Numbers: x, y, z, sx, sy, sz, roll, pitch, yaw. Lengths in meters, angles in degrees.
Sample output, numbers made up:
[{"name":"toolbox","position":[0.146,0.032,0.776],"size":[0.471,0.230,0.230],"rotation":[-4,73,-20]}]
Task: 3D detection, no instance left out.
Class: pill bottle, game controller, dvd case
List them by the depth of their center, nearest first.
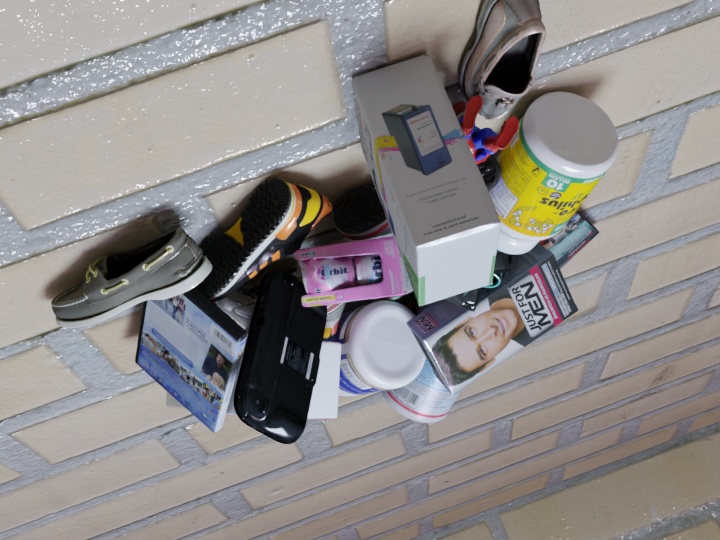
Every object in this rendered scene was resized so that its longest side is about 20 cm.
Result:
[{"name":"game controller","position":[-0.090,0.099,1.290],"size":[0.042,0.201,0.104],"rotation":[-13,141,34]},{"name":"pill bottle","position":[0.209,-0.105,1.291],"size":[0.112,0.113,0.200],"rotation":[-10,153,-24]},{"name":"dvd case","position":[-0.204,0.092,1.304],"size":[0.018,0.142,0.200],"rotation":[-39,160,-38]},{"name":"pill bottle","position":[-0.007,0.111,1.503],"size":[0.115,0.116,0.200],"rotation":[-6,173,-31]},{"name":"pill bottle","position":[0.112,0.104,1.523],"size":[0.108,0.109,0.201],"rotation":[1,127,-40]},{"name":"dvd case","position":[0.250,-0.029,1.533],"size":[0.146,0.022,0.200],"rotation":[-45,154,12]}]

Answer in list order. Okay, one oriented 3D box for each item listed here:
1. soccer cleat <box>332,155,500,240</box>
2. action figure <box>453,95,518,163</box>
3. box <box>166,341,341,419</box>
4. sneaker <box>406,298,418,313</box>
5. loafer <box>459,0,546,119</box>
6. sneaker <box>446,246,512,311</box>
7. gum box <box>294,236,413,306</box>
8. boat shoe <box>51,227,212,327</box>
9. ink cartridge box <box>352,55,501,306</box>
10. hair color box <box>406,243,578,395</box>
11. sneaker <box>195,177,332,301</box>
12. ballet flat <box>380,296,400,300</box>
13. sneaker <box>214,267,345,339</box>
[{"name":"soccer cleat","position":[0.065,-0.087,1.280],"size":[0.199,0.069,0.073],"rotation":[-21,168,2]},{"name":"action figure","position":[0.119,-0.144,1.151],"size":[0.065,0.052,0.200],"rotation":[24,177,-4]},{"name":"box","position":[-0.138,0.133,1.410],"size":[0.199,0.098,0.124],"rotation":[-1,175,44]},{"name":"sneaker","position":[0.075,0.089,1.629],"size":[0.199,0.071,0.093],"rotation":[-29,149,9]},{"name":"loafer","position":[0.143,-0.202,1.097],"size":[0.072,0.063,0.200],"rotation":[-17,155,-9]},{"name":"sneaker","position":[0.157,-0.020,1.390],"size":[0.200,0.079,0.076],"rotation":[-43,166,-35]},{"name":"gum box","position":[0.000,0.000,1.276],"size":[0.113,0.067,0.200],"rotation":[-8,180,8]},{"name":"boat shoe","position":[-0.258,0.007,1.203],"size":[0.201,0.072,0.060],"rotation":[-18,118,22]},{"name":"ink cartridge box","position":[0.064,-0.088,1.102],"size":[0.087,0.201,0.145],"rotation":[-16,156,-3]},{"name":"hair color box","position":[0.170,0.059,1.418],"size":[0.199,0.061,0.099],"rotation":[-33,119,-5]},{"name":"sneaker","position":[-0.110,-0.024,1.246],"size":[0.090,0.070,0.200],"rotation":[8,140,-43]},{"name":"ballet flat","position":[0.081,-0.027,1.409],"size":[0.071,0.069,0.200],"rotation":[-9,149,-37]},{"name":"sneaker","position":[-0.104,0.030,1.383],"size":[0.199,0.078,0.082],"rotation":[4,121,-39]}]
